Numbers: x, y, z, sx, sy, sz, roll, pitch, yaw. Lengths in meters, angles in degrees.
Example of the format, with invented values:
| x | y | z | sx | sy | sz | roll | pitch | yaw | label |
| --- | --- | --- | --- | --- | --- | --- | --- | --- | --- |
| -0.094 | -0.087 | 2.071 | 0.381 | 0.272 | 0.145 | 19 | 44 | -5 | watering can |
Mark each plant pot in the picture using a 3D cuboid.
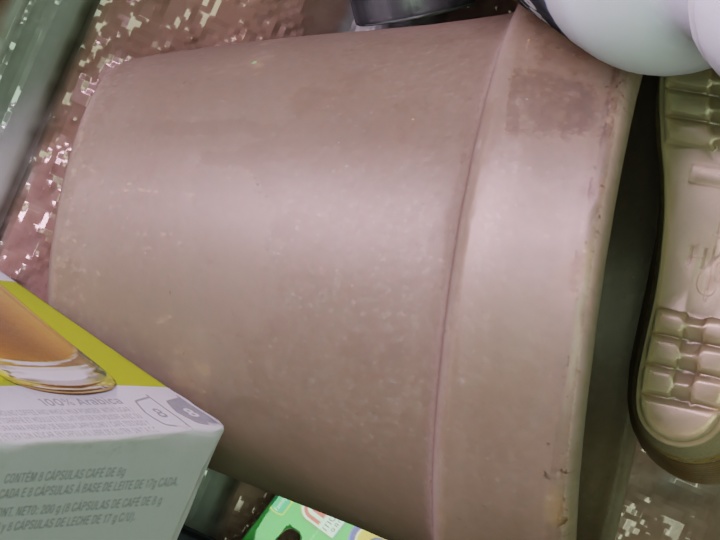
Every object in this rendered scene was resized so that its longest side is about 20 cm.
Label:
| x | y | z | sx | sy | sz | roll | pitch | yaw | label |
| --- | --- | --- | --- | --- | --- | --- | --- | --- | --- |
| 0.000 | 0.000 | 0.924 | 0.174 | 0.200 | 0.200 | 9 | 96 | 10 | plant pot |

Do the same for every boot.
| x | y | z | sx | sy | sz | roll | pitch | yaw | label |
| --- | --- | --- | --- | --- | --- | --- | --- | --- | --- |
| 0.136 | -0.030 | 0.940 | 0.072 | 0.166 | 0.200 | 19 | 93 | 16 | boot |

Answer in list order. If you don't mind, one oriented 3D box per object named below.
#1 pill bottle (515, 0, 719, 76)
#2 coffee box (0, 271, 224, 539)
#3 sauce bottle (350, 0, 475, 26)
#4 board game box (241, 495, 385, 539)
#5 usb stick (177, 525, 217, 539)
| x | y | z | sx | sy | sz | roll | pitch | yaw | label |
| --- | --- | --- | --- | --- | --- | --- | --- | --- | --- |
| 0.072 | -0.123 | 0.829 | 0.112 | 0.200 | 0.112 | -23 | 133 | -27 | pill bottle |
| -0.202 | 0.085 | 0.845 | 0.198 | 0.200 | 0.200 | 33 | 107 | 32 | coffee box |
| -0.001 | -0.180 | 0.953 | 0.066 | 0.066 | 0.200 | -13 | 100 | -4 | sauce bottle |
| 0.037 | 0.151 | 1.014 | 0.200 | 0.030 | 0.096 | 37 | 92 | -11 | board game box |
| -0.080 | 0.104 | 0.976 | 0.200 | 0.033 | 0.055 | 24 | 93 | 3 | usb stick |
